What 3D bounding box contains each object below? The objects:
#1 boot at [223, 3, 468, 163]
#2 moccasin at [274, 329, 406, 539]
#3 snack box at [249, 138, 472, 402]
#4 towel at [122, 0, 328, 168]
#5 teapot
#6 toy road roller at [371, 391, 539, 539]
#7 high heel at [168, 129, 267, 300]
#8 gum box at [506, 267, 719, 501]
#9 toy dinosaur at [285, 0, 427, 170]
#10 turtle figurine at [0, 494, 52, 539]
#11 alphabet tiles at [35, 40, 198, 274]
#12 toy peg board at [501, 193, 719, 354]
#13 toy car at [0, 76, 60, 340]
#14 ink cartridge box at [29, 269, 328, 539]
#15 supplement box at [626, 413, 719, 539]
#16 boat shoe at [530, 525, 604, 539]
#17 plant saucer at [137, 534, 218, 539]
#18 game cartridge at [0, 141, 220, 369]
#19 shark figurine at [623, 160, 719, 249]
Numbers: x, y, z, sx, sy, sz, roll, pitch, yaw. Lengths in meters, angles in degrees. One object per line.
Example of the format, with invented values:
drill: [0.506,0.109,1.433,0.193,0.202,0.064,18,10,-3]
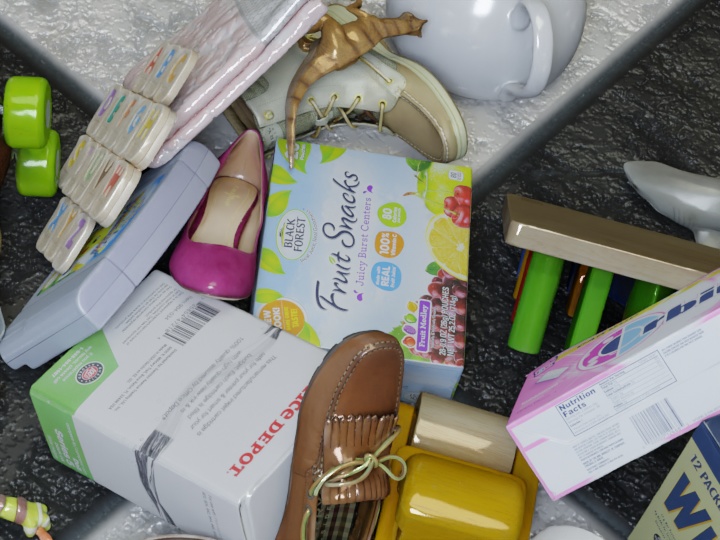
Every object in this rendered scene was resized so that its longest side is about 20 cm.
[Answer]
boot: [-0.020,-0.134,1.447,0.154,0.072,0.200,-31,60,-28]
moccasin: [-0.010,0.136,1.119,0.073,0.202,0.078,8,18,-38]
snack box: [0.000,0.000,1.356,0.168,0.068,0.201,9,53,-4]
towel: [-0.116,-0.180,1.372,0.191,0.032,0.200,-42,23,7]
teapot: [0.119,-0.257,1.514,0.200,0.146,0.198,32,56,12]
toy road roller: [0.066,0.163,1.198,0.122,0.146,0.201,16,53,-2]
high heel: [-0.103,-0.044,1.294,0.067,0.097,0.200,13,17,-9]
gum box: [0.199,0.077,1.198,0.066,0.200,0.114,57,19,-6]
toy dinosaur: [-0.026,-0.182,1.405,0.106,0.061,0.200,37,58,22]
turtle figurine: [-0.312,0.146,1.198,0.199,0.065,0.162,2,54,-8]
alphabet tiles: [-0.194,-0.093,1.315,0.015,0.200,0.196,32,89,-22]
toy peg board: [0.200,0.020,1.338,0.199,0.098,0.199,15,9,1]
toy car: [-0.321,-0.038,1.289,0.163,0.158,0.201,2,66,-3]
ink cartridge box: [-0.112,0.104,1.221,0.199,0.084,0.146,24,52,29]
supplement box: [0.325,0.178,1.200,0.199,0.200,0.135,-17,60,-21]
boat shoe: [0.193,0.255,1.201,0.072,0.069,0.200,-46,46,-14]
plant saucer: [-0.125,0.278,1.128,0.199,0.032,0.201,-2,67,4]
game cartridge: [-0.185,-0.016,1.287,0.040,0.133,0.200,48,44,-19]
shark figurine: [0.350,-0.075,1.459,0.213,0.090,0.129,-13,60,-16]
